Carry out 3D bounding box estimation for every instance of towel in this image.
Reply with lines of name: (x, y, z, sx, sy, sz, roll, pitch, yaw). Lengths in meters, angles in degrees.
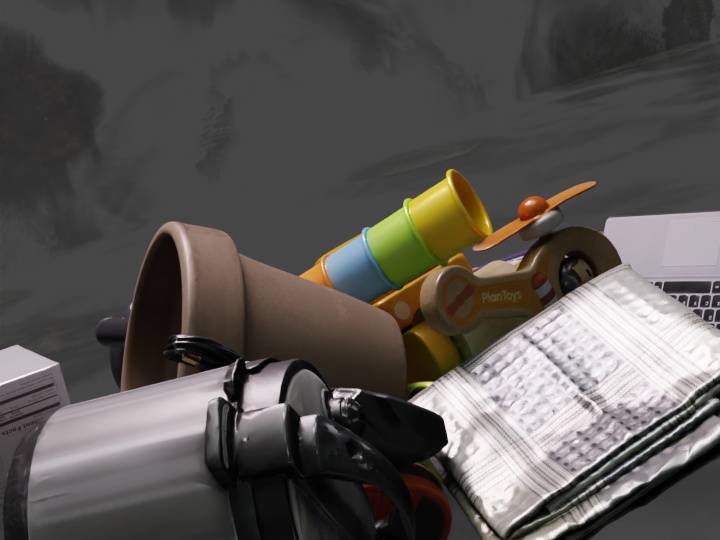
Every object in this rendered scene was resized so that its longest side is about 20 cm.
towel: (0.133, 0.082, 0.966, 0.192, 0.035, 0.200, -31, 31, -5)

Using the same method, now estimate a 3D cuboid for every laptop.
laptop: (0.201, 0.036, 1.184, 0.115, 0.202, 0.187, 19, -12, -35)

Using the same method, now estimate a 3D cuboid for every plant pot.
plant pot: (-0.066, 0.074, 1.095, 0.173, 0.202, 0.200, 6, 3, -20)

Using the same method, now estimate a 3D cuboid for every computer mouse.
computer mouse: (-0.031, 0.081, 0.928, 0.199, 0.034, 0.058, 21, -16, -27)

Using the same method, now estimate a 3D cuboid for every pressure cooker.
pressure cooker: (-0.071, 0.138, 0.843, 0.198, 0.180, 0.176, -14, 8, 11)

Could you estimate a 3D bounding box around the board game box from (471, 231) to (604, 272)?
board game box: (0.198, 0.014, 1.461, 0.164, 0.057, 0.200, -17, 10, -20)

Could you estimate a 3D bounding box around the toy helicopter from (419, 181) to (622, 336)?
toy helicopter: (0.118, 0.006, 1.098, 0.199, 0.133, 0.079, -4, -3, -42)

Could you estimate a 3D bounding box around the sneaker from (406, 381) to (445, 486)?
sneaker: (0.109, 0.109, 1.073, 0.199, 0.075, 0.083, -3, 0, 34)

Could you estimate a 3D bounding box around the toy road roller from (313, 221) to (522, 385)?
toy road roller: (0.044, 0.026, 1.236, 0.122, 0.147, 0.200, -30, -3, -29)

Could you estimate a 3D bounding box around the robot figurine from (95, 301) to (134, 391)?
robot figurine: (-0.157, 0.079, 1.456, 0.150, 0.126, 0.199, -26, 14, -34)

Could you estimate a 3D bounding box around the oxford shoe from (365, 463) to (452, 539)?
oxford shoe: (-0.045, 0.140, 0.980, 0.198, 0.072, 0.073, 9, 18, -8)

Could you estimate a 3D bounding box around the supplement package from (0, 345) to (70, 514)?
supplement package: (-0.361, 0.156, 1.367, 0.199, 0.112, 0.156, -19, 11, -23)

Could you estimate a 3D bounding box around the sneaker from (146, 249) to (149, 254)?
sneaker: (-0.136, 0.039, 1.276, 0.078, 0.116, 0.200, -10, -10, -23)

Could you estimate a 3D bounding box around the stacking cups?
stacking cups: (0.000, 0.000, 1.162, 0.199, 0.061, 0.061, -31, 6, 16)
